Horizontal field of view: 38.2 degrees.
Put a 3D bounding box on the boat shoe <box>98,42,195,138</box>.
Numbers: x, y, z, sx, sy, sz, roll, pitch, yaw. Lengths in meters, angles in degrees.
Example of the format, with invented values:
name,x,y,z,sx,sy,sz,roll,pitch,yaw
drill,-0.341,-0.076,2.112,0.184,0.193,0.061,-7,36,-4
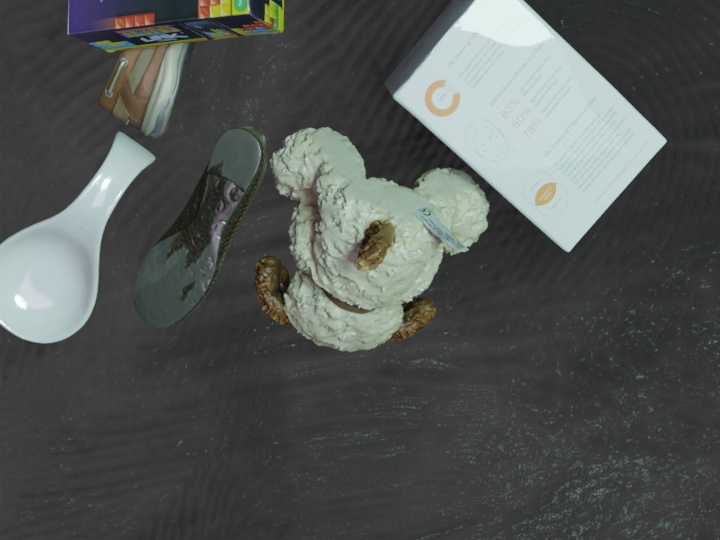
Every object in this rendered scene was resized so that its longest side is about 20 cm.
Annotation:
name,x,y,z,sx,sy,sz,roll,pitch,yaw
boat shoe,-0.163,-0.211,0.846,0.071,0.076,0.203,19,101,-7

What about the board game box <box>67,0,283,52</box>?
name,x,y,z,sx,sy,sz,roll,pitch,yaw
board game box,-0.137,-0.276,0.775,0.163,0.057,0.204,-1,87,24

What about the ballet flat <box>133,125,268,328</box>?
name,x,y,z,sx,sy,sz,roll,pitch,yaw
ballet flat,-0.137,-0.038,0.912,0.067,0.046,0.202,30,105,4

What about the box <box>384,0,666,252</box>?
name,x,y,z,sx,sy,sz,roll,pitch,yaw
box,0.134,-0.134,0.874,0.199,0.098,0.125,40,100,-14

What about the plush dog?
name,x,y,z,sx,sy,sz,roll,pitch,yaw
plush dog,0.000,0.000,0.890,0.197,0.162,0.173,15,130,-7

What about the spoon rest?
name,x,y,z,sx,sy,sz,roll,pitch,yaw
spoon rest,-0.251,-0.025,0.896,0.099,0.061,0.201,34,100,-12
